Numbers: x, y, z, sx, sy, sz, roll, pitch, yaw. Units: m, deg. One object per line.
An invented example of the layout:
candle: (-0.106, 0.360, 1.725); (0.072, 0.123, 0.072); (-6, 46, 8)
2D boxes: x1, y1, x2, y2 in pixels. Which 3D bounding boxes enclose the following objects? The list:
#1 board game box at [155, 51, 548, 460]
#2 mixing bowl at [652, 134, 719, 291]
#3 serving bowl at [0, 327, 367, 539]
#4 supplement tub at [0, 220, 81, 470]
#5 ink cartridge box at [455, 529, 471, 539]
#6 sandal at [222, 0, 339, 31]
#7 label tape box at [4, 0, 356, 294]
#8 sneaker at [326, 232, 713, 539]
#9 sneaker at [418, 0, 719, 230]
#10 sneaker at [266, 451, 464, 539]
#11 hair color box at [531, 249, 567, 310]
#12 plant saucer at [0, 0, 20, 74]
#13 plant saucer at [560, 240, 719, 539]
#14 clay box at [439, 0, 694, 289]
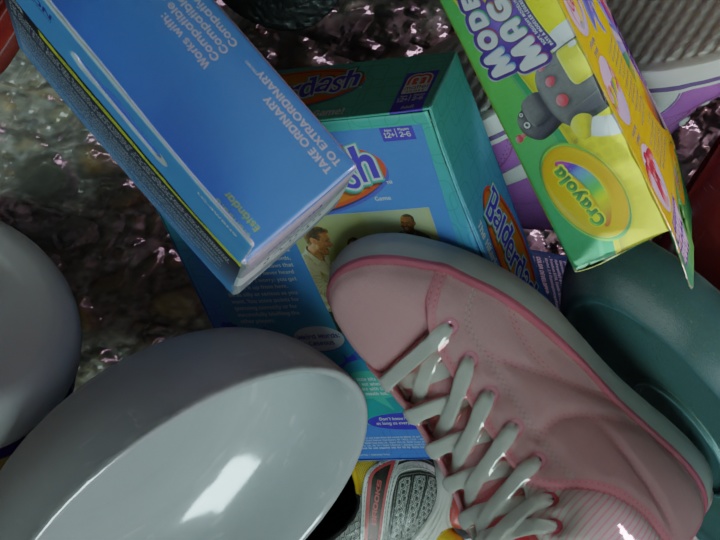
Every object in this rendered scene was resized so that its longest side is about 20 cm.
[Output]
board game box: (0.000, 0.000, 1.136); (0.152, 0.045, 0.200); (-3, 129, 26)
mixing bowl: (0.202, -0.021, 1.142); (0.108, 0.200, 0.200); (33, 131, 3)
serving bowl: (-0.095, 0.095, 1.123); (0.200, 0.066, 0.200); (-31, 151, -20)
supplement tub: (-0.212, 0.082, 1.178); (0.145, 0.146, 0.200); (2, 137, -14)
ink cartridge box: (-0.020, 0.173, 1.367); (0.200, 0.086, 0.148); (-13, 138, 5)
sandal: (-0.028, -0.167, 1.011); (0.075, 0.048, 0.201); (-2, 137, -10)
label tape box: (-0.070, -0.070, 0.966); (0.066, 0.143, 0.200); (-40, 179, -8)
sneaker: (0.059, 0.073, 1.071); (0.200, 0.105, 0.075); (39, 135, -9)
sneaker: (0.123, -0.077, 1.132); (0.200, 0.073, 0.114); (-16, 141, 22)
sneaker: (-0.032, 0.155, 1.248); (0.082, 0.078, 0.200); (35, 106, -22)
hair color box: (0.095, 0.046, 1.267); (0.200, 0.061, 0.100); (9, 136, -22)
plant saucer: (-0.188, -0.160, 0.996); (0.200, 0.037, 0.200); (18, 131, -28)
plant saucer: (0.151, 0.069, 1.129); (0.027, 0.200, 0.200); (-36, 141, -15)
clay box: (0.076, -0.087, 1.007); (0.048, 0.115, 0.200); (-23, 105, 15)
